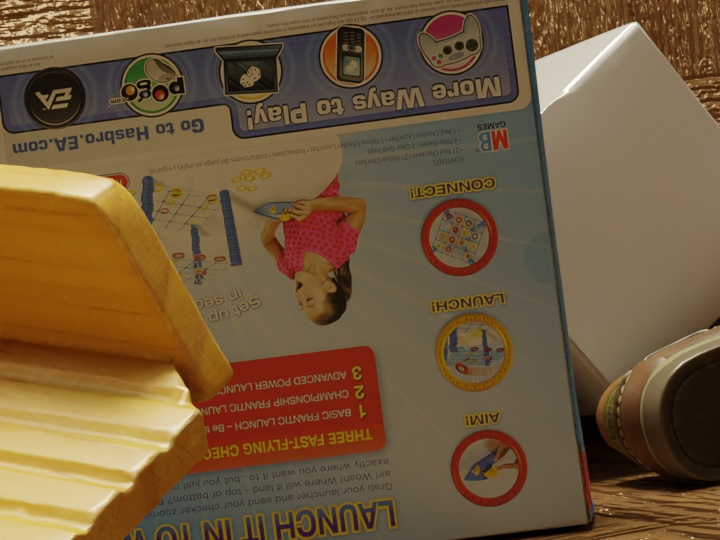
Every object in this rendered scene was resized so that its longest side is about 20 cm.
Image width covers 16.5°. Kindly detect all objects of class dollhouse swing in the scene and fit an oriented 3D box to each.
[{"bbox_3d":[-0.161,-0.006,0.672,0.181,0.176,0.200,6,29,28],"label":"dollhouse swing"}]

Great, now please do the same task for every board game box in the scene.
[{"bbox_3d":[-0.025,0.004,0.906,0.200,0.196,0.056,-7,1,6],"label":"board game box"}]

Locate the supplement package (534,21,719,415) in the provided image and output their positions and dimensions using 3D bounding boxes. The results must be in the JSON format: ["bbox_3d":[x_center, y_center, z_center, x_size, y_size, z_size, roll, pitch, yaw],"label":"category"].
[{"bbox_3d":[0.076,-0.013,1.114,0.121,0.120,0.200,-44,11,-19],"label":"supplement package"}]

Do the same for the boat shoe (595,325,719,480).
[{"bbox_3d":[0.189,0.036,1.007,0.200,0.072,0.068,-8,2,-22],"label":"boat shoe"}]

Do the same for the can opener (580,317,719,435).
[{"bbox_3d":[0.124,0.044,1.187,0.053,0.067,0.200,-7,1,-36],"label":"can opener"}]
